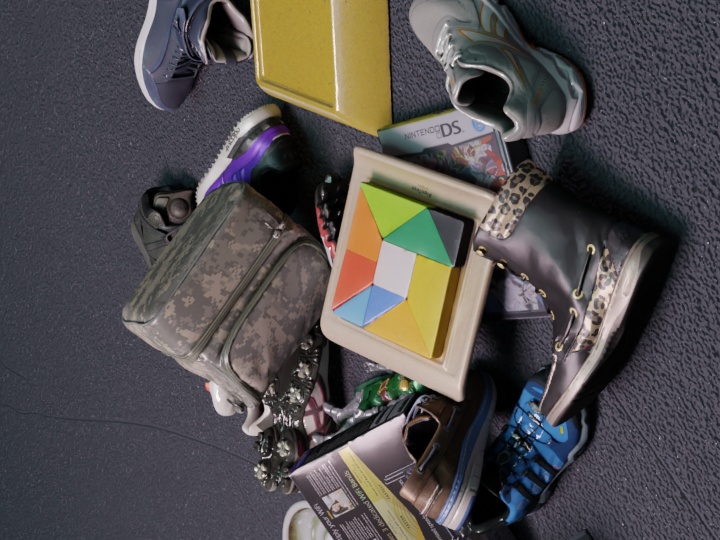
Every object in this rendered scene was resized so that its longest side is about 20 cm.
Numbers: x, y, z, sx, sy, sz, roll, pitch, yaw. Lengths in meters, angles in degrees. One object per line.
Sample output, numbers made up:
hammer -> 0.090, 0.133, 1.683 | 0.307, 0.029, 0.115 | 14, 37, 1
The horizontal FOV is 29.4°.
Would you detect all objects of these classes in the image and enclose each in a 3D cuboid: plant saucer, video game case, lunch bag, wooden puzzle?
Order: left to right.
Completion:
lunch bag -> -0.124, 0.025, 1.437 | 0.167, 0.201, 0.139 | 40, 165, -21
plant saucer -> -0.051, -0.243, 1.368 | 0.199, 0.048, 0.202 | 26, 127, 46
plant saucer -> -0.017, 0.360, 1.636 | 0.200, 0.050, 0.202 | 31, 131, 43
wooden puzzle -> 0.040, 0.001, 1.278 | 0.184, 0.037, 0.202 | 23, 110, 39
video game case -> 0.100, -0.051, 1.275 | 0.180, 0.025, 0.202 | -7, 101, 55

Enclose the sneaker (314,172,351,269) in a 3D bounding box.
sneaker -> 0.000, 0.000, 1.403 | 0.202, 0.070, 0.098 | 64, 155, 18

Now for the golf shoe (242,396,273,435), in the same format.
golf shoe -> -0.111, 0.095, 1.597 | 0.077, 0.088, 0.202 | 2, 107, 56

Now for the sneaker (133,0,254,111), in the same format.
sneaker -> -0.185, -0.239, 1.534 | 0.146, 0.076, 0.204 | 46, 139, 35

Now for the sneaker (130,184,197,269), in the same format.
sneaker -> -0.221, -0.025, 1.697 | 0.200, 0.076, 0.115 | 60, 152, 24

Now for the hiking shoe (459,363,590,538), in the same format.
hiking shoe -> 0.151, 0.174, 1.262 | 0.074, 0.086, 0.201 | 38, 137, 28

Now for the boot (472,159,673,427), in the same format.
boot -> 0.162, 0.019, 1.159 | 0.150, 0.073, 0.201 | 39, 130, 25

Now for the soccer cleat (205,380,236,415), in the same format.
soccer cleat -> -0.117, 0.064, 1.523 | 0.077, 0.069, 0.202 | 6, 71, 21

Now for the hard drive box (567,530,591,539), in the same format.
hard drive box -> 0.130, 0.345, 1.285 | 0.077, 0.199, 0.156 | 56, 143, 20

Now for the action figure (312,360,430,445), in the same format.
action figure -> 0.022, 0.134, 1.433 | 0.054, 0.119, 0.200 | 31, 141, -20

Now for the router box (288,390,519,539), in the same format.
router box -> 0.046, 0.243, 1.384 | 0.157, 0.052, 0.201 | -30, 98, 28

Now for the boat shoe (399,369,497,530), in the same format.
boat shoe -> 0.079, 0.149, 1.273 | 0.072, 0.200, 0.073 | 24, 121, -5

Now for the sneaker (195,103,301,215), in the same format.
sneaker -> -0.119, -0.087, 1.527 | 0.100, 0.069, 0.200 | 55, 144, 16

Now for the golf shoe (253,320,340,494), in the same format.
golf shoe -> -0.064, 0.153, 1.560 | 0.077, 0.088, 0.202 | 15, 95, 44

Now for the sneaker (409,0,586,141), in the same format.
sneaker -> 0.096, -0.177, 1.155 | 0.200, 0.091, 0.076 | 42, 137, 35
